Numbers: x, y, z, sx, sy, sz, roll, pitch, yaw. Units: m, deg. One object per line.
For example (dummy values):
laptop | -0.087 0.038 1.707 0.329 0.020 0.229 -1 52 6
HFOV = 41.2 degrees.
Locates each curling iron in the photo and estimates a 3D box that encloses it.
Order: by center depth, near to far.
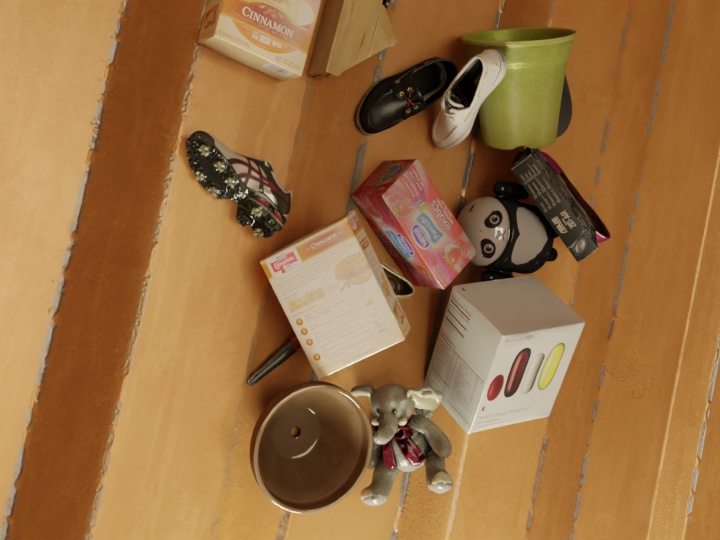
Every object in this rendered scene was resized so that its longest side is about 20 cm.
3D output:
curling iron | -0.098 0.124 1.523 0.198 0.025 0.050 -34 107 -26

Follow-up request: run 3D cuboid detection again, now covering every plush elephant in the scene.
plush elephant | 0.062 0.257 1.561 0.156 0.162 0.202 54 37 -37

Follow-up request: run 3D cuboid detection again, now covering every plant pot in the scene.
plant pot | -0.087 0.266 1.494 0.197 0.092 0.206 -4 100 -25
plant pot | 0.273 -0.312 1.650 0.197 0.199 0.188 -15 112 -30

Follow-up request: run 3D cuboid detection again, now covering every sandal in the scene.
sandal | 0.349 -0.343 1.775 0.075 0.042 0.205 0 84 -39

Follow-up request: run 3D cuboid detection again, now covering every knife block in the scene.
knife block | -0.022 -0.420 1.514 0.199 0.064 0.178 -33 109 -26

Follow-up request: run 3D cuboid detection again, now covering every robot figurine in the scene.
robot figurine | 0.259 -0.060 1.679 0.197 0.125 0.152 9 50 -32

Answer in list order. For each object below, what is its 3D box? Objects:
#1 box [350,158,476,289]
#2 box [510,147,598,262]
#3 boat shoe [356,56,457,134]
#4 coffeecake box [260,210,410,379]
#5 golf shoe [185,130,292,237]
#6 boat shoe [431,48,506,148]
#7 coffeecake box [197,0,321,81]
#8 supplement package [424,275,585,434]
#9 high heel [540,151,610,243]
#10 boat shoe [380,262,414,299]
box | 0.090 -0.076 1.586 0.095 0.102 0.201 -45 116 -21
box | 0.343 -0.123 1.688 0.043 0.160 0.201 -35 95 19
boat shoe | 0.077 -0.293 1.588 0.200 0.063 0.075 -37 114 -23
coffeecake box | -0.037 0.037 1.459 0.151 0.073 0.203 -25 97 15
golf shoe | -0.181 -0.141 1.438 0.200 0.076 0.089 49 49 -27
boat shoe | 0.165 -0.277 1.578 0.065 0.200 0.073 -17 66 -43
coffeecake box | -0.140 -0.410 1.434 0.151 0.073 0.204 18 83 -31
supplement package | 0.242 0.140 1.628 0.188 0.147 0.203 -7 125 -32
high heel | 0.394 -0.138 1.778 0.068 0.096 0.201 -46 115 -21
boat shoe | 0.000 0.000 1.556 0.197 0.062 0.075 17 85 -31
